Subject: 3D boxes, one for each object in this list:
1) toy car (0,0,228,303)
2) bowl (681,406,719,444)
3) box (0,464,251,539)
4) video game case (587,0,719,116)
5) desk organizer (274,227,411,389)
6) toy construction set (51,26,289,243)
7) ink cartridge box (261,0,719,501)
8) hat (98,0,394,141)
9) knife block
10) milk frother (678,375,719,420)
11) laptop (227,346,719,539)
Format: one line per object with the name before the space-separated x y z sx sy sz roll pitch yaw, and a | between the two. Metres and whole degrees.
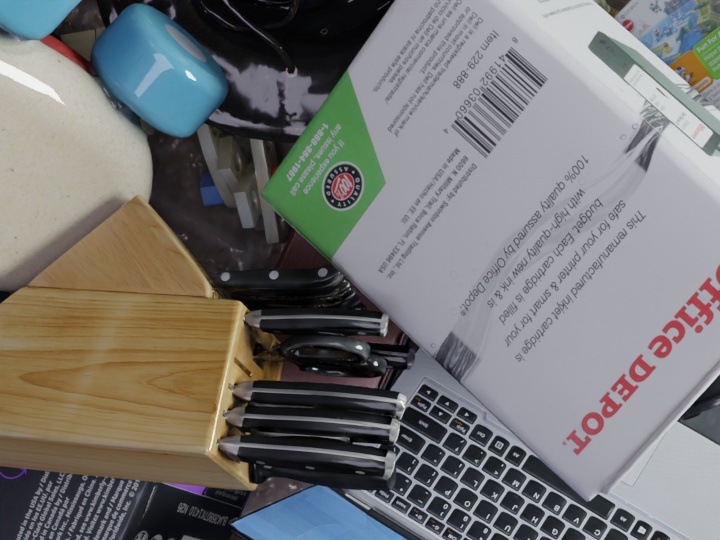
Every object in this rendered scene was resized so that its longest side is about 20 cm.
toy car | -0.194 -0.097 0.860 0.184 0.200 0.177 -45 133 12
bowl | 0.263 0.115 0.947 0.200 0.090 0.202 1 97 5
box | -0.167 0.091 0.925 0.200 0.122 0.106 22 83 23
video game case | 0.125 -0.068 0.813 0.143 0.018 0.200 -38 85 30
desk organizer | 0.000 0.000 0.965 0.077 0.072 0.200 24 98 4
toy construction set | -0.133 -0.061 0.957 0.199 0.092 0.132 -5 81 0
ink cartridge box | 0.080 -0.025 0.787 0.200 0.084 0.146 44 118 11
hat | -0.026 -0.157 0.906 0.200 0.081 0.201 1 101 4
knife block | -0.079 0.065 0.800 0.200 0.064 0.176 -38 62 -1
milk frother | 0.191 -0.054 0.906 0.180 0.200 0.189 -25 91 35
laptop | 0.073 0.107 0.854 0.187 0.116 0.200 30 67 15
